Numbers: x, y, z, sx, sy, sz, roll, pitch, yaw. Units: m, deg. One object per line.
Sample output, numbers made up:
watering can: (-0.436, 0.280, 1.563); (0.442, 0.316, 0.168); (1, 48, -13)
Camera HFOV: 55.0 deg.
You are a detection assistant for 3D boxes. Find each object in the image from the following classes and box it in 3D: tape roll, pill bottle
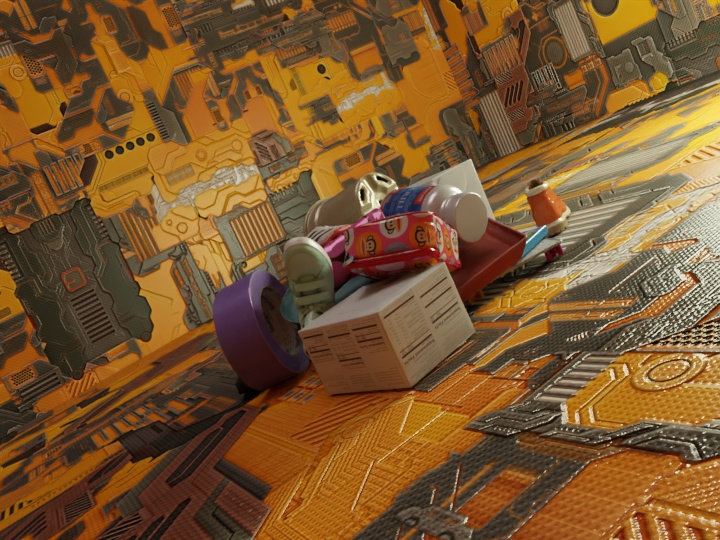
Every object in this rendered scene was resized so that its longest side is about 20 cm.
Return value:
tape roll: (-0.178, 0.109, 1.268); (0.083, 0.204, 0.200); (-24, 7, 15)
pill bottle: (0.128, -0.093, 1.226); (0.111, 0.115, 0.198); (-30, 19, -31)

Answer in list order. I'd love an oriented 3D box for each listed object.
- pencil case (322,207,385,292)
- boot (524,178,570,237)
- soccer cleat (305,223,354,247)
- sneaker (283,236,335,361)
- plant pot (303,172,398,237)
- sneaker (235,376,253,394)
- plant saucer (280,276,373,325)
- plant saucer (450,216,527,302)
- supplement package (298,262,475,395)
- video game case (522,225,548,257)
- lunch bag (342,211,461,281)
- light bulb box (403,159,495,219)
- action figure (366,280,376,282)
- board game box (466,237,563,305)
pencil case: (-0.025, -0.017, 1.208); (0.198, 0.092, 0.094); (-34, -5, -9)
boot: (0.377, -0.141, 1.411); (0.074, 0.109, 0.200); (-25, 6, 18)
soccer cleat: (-0.055, -0.058, 1.319); (0.196, 0.069, 0.087); (-23, 42, 21)
sneaker: (-0.071, 0.054, 1.081); (0.072, 0.204, 0.119); (-13, 35, 5)
plant pot: (0.002, -0.106, 1.484); (0.199, 0.203, 0.183); (-31, -3, -38)
sneaker: (-0.205, 0.175, 1.362); (0.074, 0.093, 0.200); (-23, 9, 14)
plant saucer: (-0.055, 0.037, 1.266); (0.196, 0.028, 0.202); (-22, 29, 13)
plant saucer: (0.174, -0.004, 1.169); (0.198, 0.037, 0.200); (-37, 17, 0)
supplement package: (0.036, 0.088, 1.004); (0.154, 0.113, 0.198); (-32, 9, -37)
video game case: (0.229, -0.023, 1.257); (0.197, 0.018, 0.142); (-20, 9, 44)
lunch bag: (0.056, -0.030, 1.077); (0.172, 0.084, 0.199); (-10, -11, 22)
light bulb box: (0.177, -0.103, 1.486); (0.123, 0.203, 0.199); (-26, 5, -27)
action figure: (-0.002, 0.091, 1.226); (0.198, 0.070, 0.130); (-37, 24, -9)
board game box: (0.243, -0.003, 1.240); (0.196, 0.026, 0.200); (-28, 7, -5)
